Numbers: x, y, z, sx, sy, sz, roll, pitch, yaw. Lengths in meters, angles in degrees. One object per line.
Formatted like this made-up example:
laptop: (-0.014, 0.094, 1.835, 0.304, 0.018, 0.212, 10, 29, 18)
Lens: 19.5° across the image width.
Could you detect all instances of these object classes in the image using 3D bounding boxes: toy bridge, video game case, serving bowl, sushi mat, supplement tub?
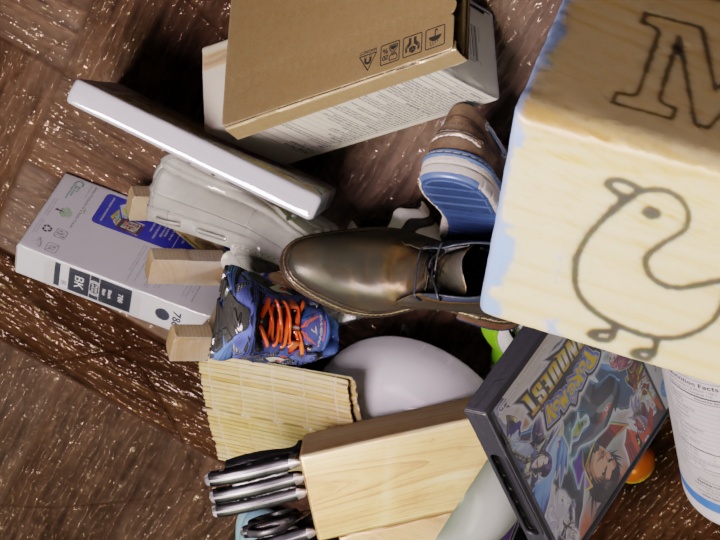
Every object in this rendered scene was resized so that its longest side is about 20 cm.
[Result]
toy bridge: (-0.138, -0.003, 1.674, 0.067, 0.200, 0.027, 1, 128, -20)
video game case: (-0.116, -0.094, 1.600, 0.199, 0.182, 0.023, 26, 95, 1)
serving bowl: (0.031, 0.156, 1.685, 0.199, 0.066, 0.201, 15, 120, 27)
video game case: (0.168, 0.100, 1.605, 0.025, 0.200, 0.181, 9, 139, 40)
sushi mat: (-0.063, 0.120, 1.701, 0.200, 0.012, 0.096, 7, 111, 49)
supplement tub: (0.297, 0.087, 1.593, 0.131, 0.132, 0.201, 1, 128, 22)

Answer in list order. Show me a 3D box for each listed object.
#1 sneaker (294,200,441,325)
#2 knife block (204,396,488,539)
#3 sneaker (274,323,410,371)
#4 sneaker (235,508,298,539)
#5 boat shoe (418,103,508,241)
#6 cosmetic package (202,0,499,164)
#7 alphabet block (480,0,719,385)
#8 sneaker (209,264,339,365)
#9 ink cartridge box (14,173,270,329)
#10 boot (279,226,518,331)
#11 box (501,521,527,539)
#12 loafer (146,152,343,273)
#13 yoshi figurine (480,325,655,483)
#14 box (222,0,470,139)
sneaker: (0.000, 0.000, 1.701, 0.200, 0.074, 0.080, -21, 90, 41)
knife block: (-0.011, 0.146, 1.595, 0.175, 0.064, 0.200, 31, 101, -5)
sneaker: (-0.007, 0.083, 1.766, 0.199, 0.078, 0.140, 27, 133, -14)
sneaker: (-0.084, 0.287, 1.988, 0.082, 0.074, 0.200, 41, 146, 29)
boat shoe: (0.097, -0.061, 1.576, 0.072, 0.073, 0.200, 10, 163, 15)
cosmetic package: (-0.009, -0.145, 1.536, 0.199, 0.071, 0.105, -14, 160, 31)
alphabet block: (0.211, -0.067, 1.453, 0.199, 0.197, 0.196, 16, 135, 10)
sneaker: (-0.063, 0.037, 1.607, 0.078, 0.200, 0.076, 6, 90, 12)
ink cartridge box: (-0.175, -0.007, 1.737, 0.199, 0.100, 0.039, 20, 134, 8)
boot: (0.044, -0.006, 1.555, 0.199, 0.075, 0.097, 7, 163, -10)
box: (0.050, 0.295, 1.868, 0.199, 0.148, 0.105, -3, 127, 25)
loafer: (-0.081, -0.026, 1.648, 0.200, 0.070, 0.070, 29, 106, 22)
yoshi figurine: (0.166, 0.108, 1.690, 0.112, 0.113, 0.200, -19, 118, 25)
box: (-0.010, -0.192, 1.470, 0.199, 0.164, 0.021, -16, 148, 33)
